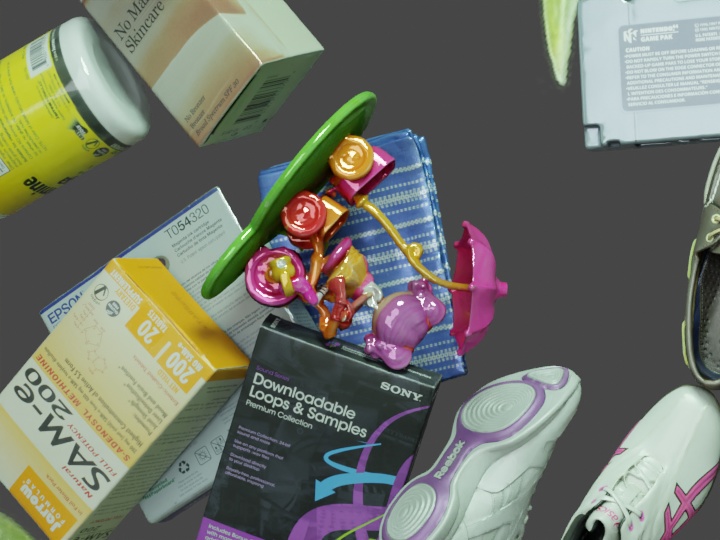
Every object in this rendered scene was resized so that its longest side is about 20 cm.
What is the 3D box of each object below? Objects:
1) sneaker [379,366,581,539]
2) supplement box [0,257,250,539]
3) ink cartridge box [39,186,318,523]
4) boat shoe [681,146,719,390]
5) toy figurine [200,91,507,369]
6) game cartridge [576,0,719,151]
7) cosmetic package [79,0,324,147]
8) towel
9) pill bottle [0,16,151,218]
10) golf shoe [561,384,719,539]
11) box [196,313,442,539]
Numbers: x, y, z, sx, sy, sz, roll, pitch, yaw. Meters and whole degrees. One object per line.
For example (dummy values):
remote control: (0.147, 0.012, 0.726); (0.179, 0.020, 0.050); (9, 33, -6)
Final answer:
sneaker: (0.100, 0.158, 1.591); (0.200, 0.100, 0.075); (-47, 38, -9)
supplement box: (-0.197, 0.103, 1.636); (0.126, 0.074, 0.200); (46, 107, 17)
ink cartridge box: (-0.132, 0.068, 1.670); (0.196, 0.043, 0.200); (-33, 77, 19)
boat shoe: (0.275, -0.011, 1.530); (0.072, 0.060, 0.200); (12, 99, 17)
toy figurine: (0.013, 0.000, 1.563); (0.184, 0.150, 0.200); (40, 82, 7)
game cartridge: (0.264, -0.163, 1.571); (0.200, 0.042, 0.133); (-3, 81, 17)
cosmetic package: (-0.138, -0.207, 1.659); (0.200, 0.087, 0.103); (50, 125, 15)
towel: (0.000, 0.000, 1.650); (0.145, 0.024, 0.200); (-13, 83, 17)
pill bottle: (-0.279, -0.112, 1.698); (0.200, 0.112, 0.113); (-28, 79, 15)
golf shoe: (0.203, 0.174, 1.539); (0.073, 0.092, 0.200); (31, 95, 18)
box: (-0.034, 0.148, 1.603); (0.143, 0.036, 0.200); (19, 107, 5)
